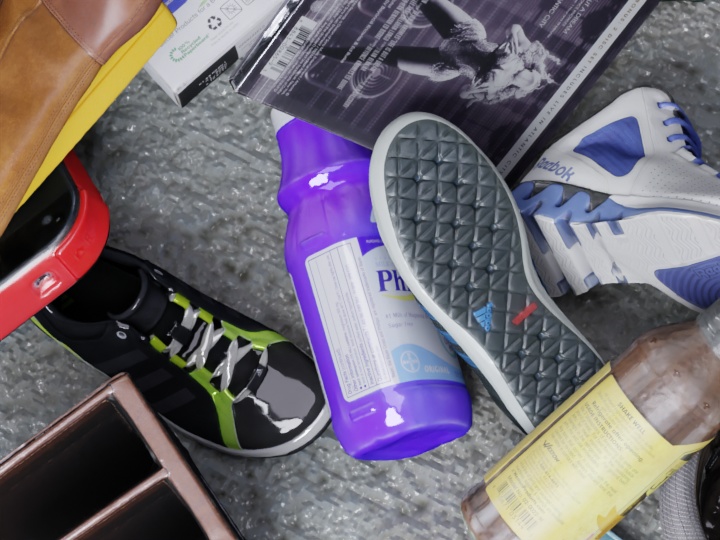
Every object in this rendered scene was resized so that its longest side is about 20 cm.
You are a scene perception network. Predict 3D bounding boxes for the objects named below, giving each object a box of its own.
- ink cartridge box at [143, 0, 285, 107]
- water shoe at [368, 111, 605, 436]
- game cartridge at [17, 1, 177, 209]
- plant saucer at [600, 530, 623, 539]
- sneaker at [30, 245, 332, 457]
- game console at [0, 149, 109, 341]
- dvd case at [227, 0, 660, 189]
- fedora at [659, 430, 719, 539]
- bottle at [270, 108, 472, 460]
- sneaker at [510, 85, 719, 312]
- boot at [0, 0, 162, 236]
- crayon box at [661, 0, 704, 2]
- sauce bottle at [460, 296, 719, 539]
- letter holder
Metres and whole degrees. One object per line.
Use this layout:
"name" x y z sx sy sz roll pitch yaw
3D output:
"ink cartridge box" -0.132 -0.197 1.322 0.095 0.037 0.200 -40 79 -7
"water shoe" 0.059 0.011 1.205 0.071 0.079 0.201 -32 98 -13
"game cartridge" -0.217 -0.111 1.257 0.200 0.032 0.177 30 76 43
"plant saucer" 0.162 0.205 1.204 0.200 0.019 0.070 37 81 13
"sneaker" -0.107 0.039 1.231 0.199 0.083 0.072 24 78 10
"game console" -0.239 -0.012 1.239 0.199 0.031 0.177 -37 45 1
"dvd case" 0.047 -0.122 1.192 0.149 0.199 0.016 -52 44 20
"fedora" 0.248 0.137 1.172 0.199 0.090 0.178 18 66 15
"bottle" 0.000 0.000 1.235 0.065 0.083 0.201 -25 72 28
"sneaker" 0.162 -0.045 1.213 0.198 0.081 0.115 8 52 37
"boot" -0.192 -0.123 1.211 0.188 0.068 0.201 32 87 37
"crayon box" 0.130 -0.252 1.312 0.126 0.051 0.202 -4 74 3
"sauce bottle" 0.139 0.074 1.140 0.200 0.065 0.065 -43 75 16
"letter holder" -0.132 0.150 1.142 0.142 0.200 0.101 -34 76 -6
